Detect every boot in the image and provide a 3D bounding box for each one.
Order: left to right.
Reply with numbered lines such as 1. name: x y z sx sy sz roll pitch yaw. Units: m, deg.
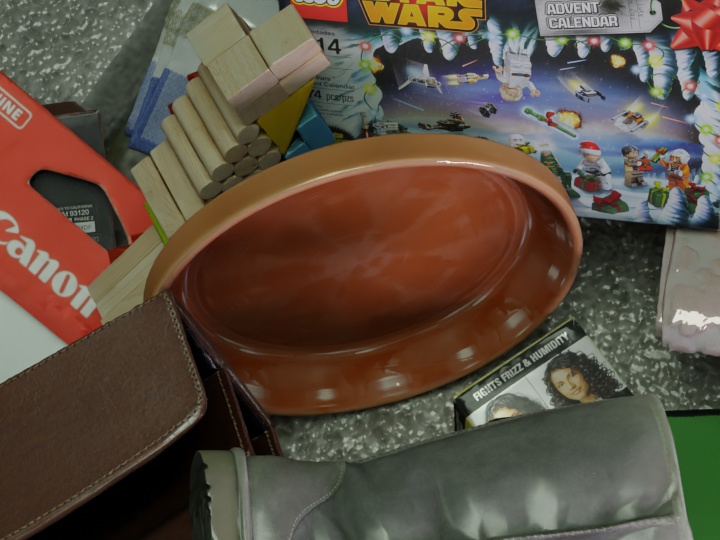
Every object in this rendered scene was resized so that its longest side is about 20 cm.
1. boot: 0.037 0.142 1.015 0.199 0.073 0.183 0 78 -14

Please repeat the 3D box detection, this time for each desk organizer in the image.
1. desk organizer: -0.227 -0.035 1.249 0.199 0.077 0.072 -8 101 -12

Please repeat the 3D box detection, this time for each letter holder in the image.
1. letter holder: -0.129 0.129 1.082 0.199 0.101 0.142 -29 43 6

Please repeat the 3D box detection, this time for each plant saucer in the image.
1. plant saucer: 0.000 0.000 1.142 0.199 0.201 0.032 -17 58 1

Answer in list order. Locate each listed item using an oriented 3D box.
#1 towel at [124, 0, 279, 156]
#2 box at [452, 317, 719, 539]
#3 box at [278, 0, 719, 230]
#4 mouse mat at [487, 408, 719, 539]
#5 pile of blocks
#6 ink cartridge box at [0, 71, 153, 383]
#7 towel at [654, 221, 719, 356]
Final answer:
1. towel: -0.013 -0.124 1.209 0.146 0.024 0.201 23 97 -2
2. box: 0.126 0.123 1.157 0.075 0.050 0.200 -32 69 -8
3. box: 0.066 -0.088 1.129 0.199 0.137 0.040 5 44 11
4. mouse mat: 0.148 0.143 1.091 0.160 0.008 0.201 0 53 -29
5. pile of blocks: -0.063 -0.047 1.151 0.082 0.200 0.062 -1 45 -36
6. ink cartridge box: -0.166 0.018 1.193 0.200 0.044 0.174 40 82 -8
7. towel: 0.242 -0.027 1.170 0.199 0.032 0.191 3 44 9
